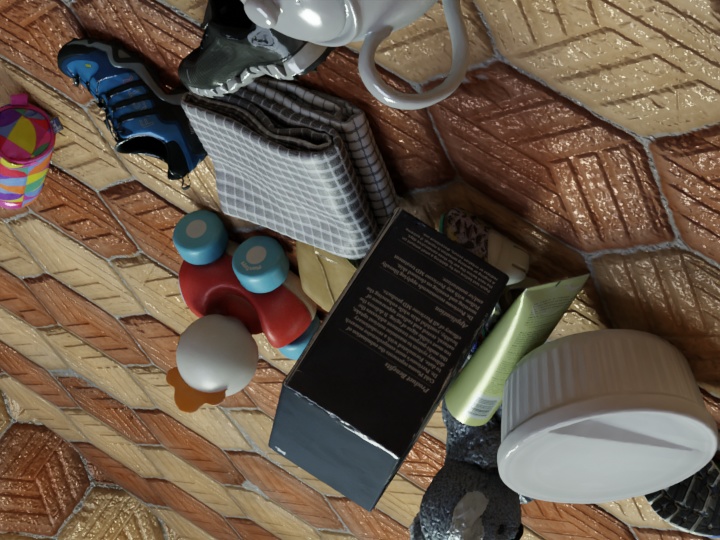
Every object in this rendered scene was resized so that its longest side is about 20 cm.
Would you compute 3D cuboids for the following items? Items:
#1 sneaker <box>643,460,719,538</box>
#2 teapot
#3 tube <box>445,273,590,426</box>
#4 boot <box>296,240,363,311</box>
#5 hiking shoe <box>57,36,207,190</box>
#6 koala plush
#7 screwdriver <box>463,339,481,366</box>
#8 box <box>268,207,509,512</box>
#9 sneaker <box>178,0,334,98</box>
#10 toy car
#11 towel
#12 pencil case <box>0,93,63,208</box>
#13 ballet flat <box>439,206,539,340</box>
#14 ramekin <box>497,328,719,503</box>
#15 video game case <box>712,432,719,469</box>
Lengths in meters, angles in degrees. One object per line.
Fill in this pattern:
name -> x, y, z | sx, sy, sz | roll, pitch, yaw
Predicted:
sneaker -> 0.317, 0.208, 1.696 | 0.089, 0.079, 0.200 | 30, -175, -34
teapot -> -0.027, -0.225, 1.197 | 0.199, 0.146, 0.198 | 20, 155, 33
tube -> 0.141, 0.069, 1.583 | 0.052, 0.058, 0.200 | 28, 136, -3
boot -> 0.000, 0.000, 1.767 | 0.175, 0.066, 0.200 | 37, 162, 22
hiking shoe -> -0.235, -0.166, 1.725 | 0.199, 0.087, 0.074 | 30, 159, 15
koala plush -> 0.131, 0.231, 1.860 | 0.184, 0.200, 0.177 | 38, 160, -7
screwdriver -> 0.112, 0.065, 1.765 | 0.028, 0.029, 0.200 | 28, 163, 17
box -> 0.021, 0.084, 1.532 | 0.124, 0.197, 0.200 | 33, 159, 6
sneaker -> -0.109, -0.206, 1.485 | 0.200, 0.067, 0.091 | -3, 135, 53
toy car -> -0.166, 0.071, 1.974 | 0.176, 0.200, 0.185 | 23, 156, 28
towel -> -0.069, -0.103, 1.611 | 0.199, 0.086, 0.166 | 21, 155, 33
pencil case -> -0.416, -0.141, 2.074 | 0.088, 0.089, 0.200 | 36, 157, -4
ballet flat -> 0.129, 0.005, 1.588 | 0.072, 0.072, 0.201 | 22, 156, 32
ramekin -> 0.220, 0.131, 1.556 | 0.201, 0.095, 0.203 | -3, 150, -2
video game case -> 0.439, 0.222, 1.623 | 0.182, 0.022, 0.200 | 46, 158, -26
